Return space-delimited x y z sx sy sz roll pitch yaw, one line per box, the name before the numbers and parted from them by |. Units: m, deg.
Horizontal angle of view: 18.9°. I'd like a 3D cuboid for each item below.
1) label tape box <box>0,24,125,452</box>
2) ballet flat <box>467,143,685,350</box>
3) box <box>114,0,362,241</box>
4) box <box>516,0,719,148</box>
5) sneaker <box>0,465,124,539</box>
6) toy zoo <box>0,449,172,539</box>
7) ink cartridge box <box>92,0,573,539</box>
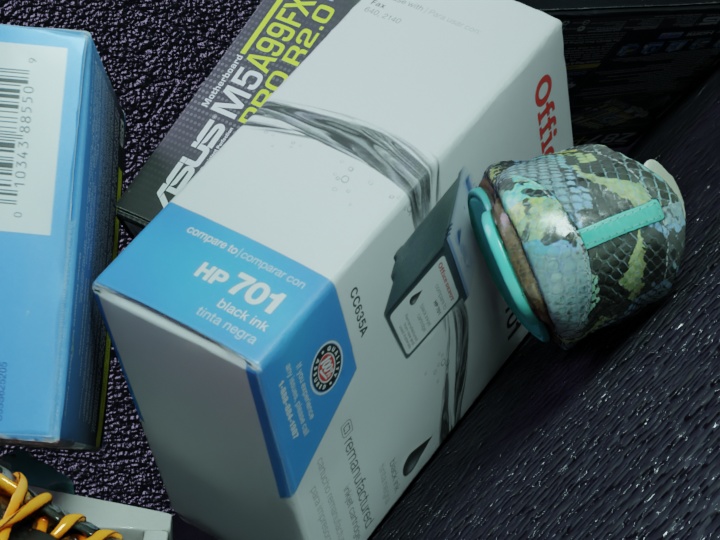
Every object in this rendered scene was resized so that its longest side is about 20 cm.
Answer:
label tape box | -0.130 -0.005 0.834 0.200 0.065 0.145 123 150 -84
ballet flat | 0.076 -0.011 0.734 0.074 0.074 0.200 -48 3 4
box | -0.013 -0.029 0.945 0.161 0.044 0.200 -57 -30 -18
box | 0.082 -0.107 1.069 0.198 0.049 0.161 -6 -23 -25
sneaker | -0.115 0.108 0.733 0.078 0.198 0.078 -62 -20 -51
toy zoo | -0.139 0.138 0.774 0.201 0.130 0.021 -87 -2 -53
ink cartridge box | 0.000 0.000 0.856 0.200 0.085 0.147 -48 -34 -27
